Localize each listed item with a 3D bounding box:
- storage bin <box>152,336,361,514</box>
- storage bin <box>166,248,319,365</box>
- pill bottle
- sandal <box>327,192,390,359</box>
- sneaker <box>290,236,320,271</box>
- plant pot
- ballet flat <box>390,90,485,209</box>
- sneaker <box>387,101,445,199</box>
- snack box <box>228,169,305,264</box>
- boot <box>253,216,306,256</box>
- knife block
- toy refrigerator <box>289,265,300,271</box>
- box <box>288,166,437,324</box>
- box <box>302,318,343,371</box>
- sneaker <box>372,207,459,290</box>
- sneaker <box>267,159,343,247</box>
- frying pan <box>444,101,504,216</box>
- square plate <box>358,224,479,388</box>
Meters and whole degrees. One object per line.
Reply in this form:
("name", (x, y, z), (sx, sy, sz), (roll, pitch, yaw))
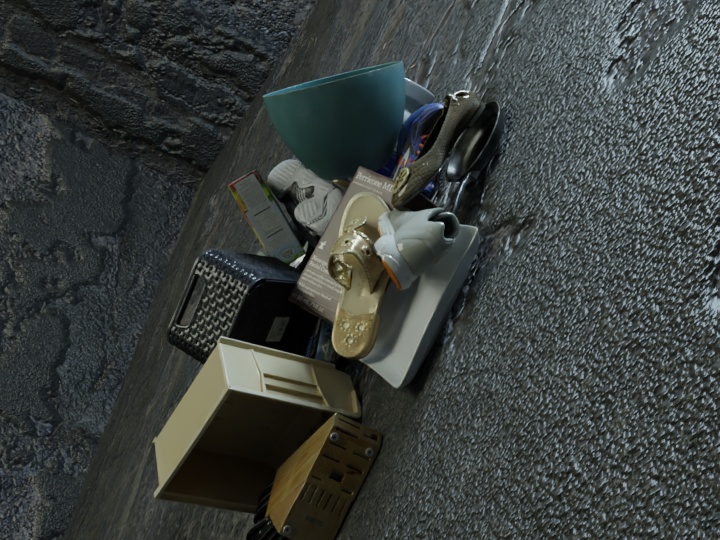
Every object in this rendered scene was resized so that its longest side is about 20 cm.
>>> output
("storage bin", (-0.130, 0.202, 1.340), (0.200, 0.198, 0.094), (-55, 34, 27))
("storage bin", (-0.144, 0.057, 1.412), (0.200, 0.094, 0.136), (8, -73, -62))
("pill bottle", (0.026, -0.195, 1.624), (0.200, 0.116, 0.116), (-62, 15, 2))
("sandal", (-0.006, -0.002, 1.291), (0.070, 0.077, 0.212), (35, -121, -65))
("sneaker", (-0.057, -0.022, 1.720), (0.088, 0.076, 0.200), (-106, 37, -55))
("plant pot", (-0.023, -0.202, 1.494), (0.200, 0.200, 0.135), (-140, 35, -74))
("ballet flat", (0.087, -0.153, 1.307), (0.200, 0.046, 0.067), (-53, 15, -27))
("sneaker", (0.080, -0.132, 1.455), (0.200, 0.075, 0.078), (-67, 25, 11))
("snack box", (-0.141, -0.077, 1.618), (0.053, 0.142, 0.200), (-30, 6, -3))
("boot", (-0.095, -0.045, 1.825), (0.200, 0.072, 0.182), (-52, -23, -9))
("knife block", (-0.064, 0.253, 1.275), (0.200, 0.064, 0.176), (-63, 16, 0))
("toy refrigerator", (-0.132, 0.095, 1.569), (0.200, 0.070, 0.076), (-66, 15, -10))
("box", (0.004, -0.022, 1.379), (0.100, 0.075, 0.200), (25, 84, 38))
("box", (-0.081, 0.128, 1.565), (0.199, 0.050, 0.200), (-50, 20, 36))
("sneaker", (0.073, -0.039, 1.230), (0.092, 0.076, 0.200), (-29, 14, 11))
("sneaker", (-0.055, -0.080, 1.565), (0.075, 0.115, 0.200), (-41, 42, -6))
("frying pan", (0.142, -0.137, 1.298), (0.115, 0.031, 0.190), (-53, 18, 26))
("square plate", (0.069, 0.036, 1.267), (0.199, 0.028, 0.200), (-63, 15, -1))
